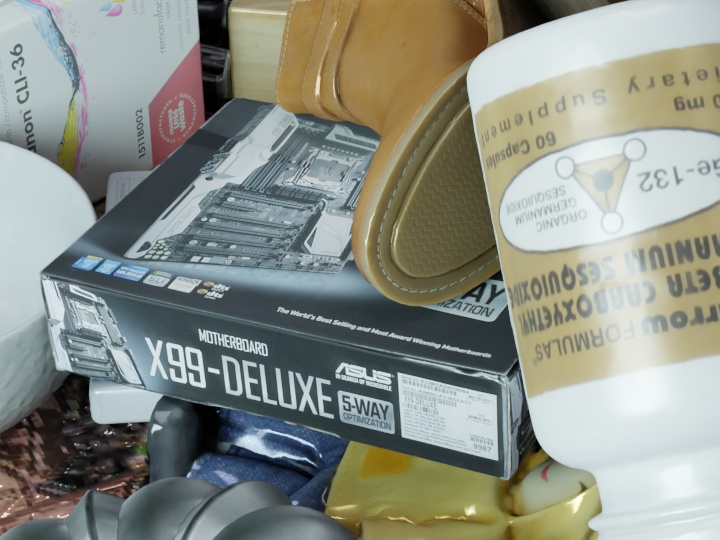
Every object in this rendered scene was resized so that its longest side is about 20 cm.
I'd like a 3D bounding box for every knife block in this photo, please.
[{"bbox_3d":[-0.034,-0.117,1.146,0.175,0.064,0.200,-22,38,-27],"label":"knife block"}]

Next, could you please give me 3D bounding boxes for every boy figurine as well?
[{"bbox_3d":[0.018,0.084,0.838,0.200,0.065,0.124,9,32,21],"label":"boy figurine"}]

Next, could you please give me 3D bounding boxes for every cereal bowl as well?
[{"bbox_3d":[-0.206,0.022,0.922,0.200,0.083,0.200,-1,34,1],"label":"cereal bowl"}]

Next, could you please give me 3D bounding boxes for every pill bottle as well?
[{"bbox_3d":[0.109,0.014,0.745,0.114,0.200,0.114,-11,-6,-1],"label":"pill bottle"}]

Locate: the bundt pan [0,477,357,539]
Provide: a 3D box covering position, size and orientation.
[{"bbox_3d":[-0.074,0.139,0.708,0.202,0.076,0.202,-13,31,8],"label":"bundt pan"}]

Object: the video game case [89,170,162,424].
[{"bbox_3d":[-0.019,0.005,0.998,0.200,0.022,0.182,-2,33,-2],"label":"video game case"}]

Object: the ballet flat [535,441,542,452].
[{"bbox_3d":[0.125,0.055,0.893,0.200,0.068,0.062,14,8,16],"label":"ballet flat"}]

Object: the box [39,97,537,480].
[{"bbox_3d":[0.000,0.000,0.868,0.200,0.050,0.158,12,36,25],"label":"box"}]

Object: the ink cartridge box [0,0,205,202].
[{"bbox_3d":[-0.170,-0.082,1.050,0.067,0.117,0.200,27,44,36],"label":"ink cartridge box"}]

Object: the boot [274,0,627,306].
[{"bbox_3d":[0.012,-0.073,0.864,0.155,0.077,0.200,2,60,46],"label":"boot"}]
